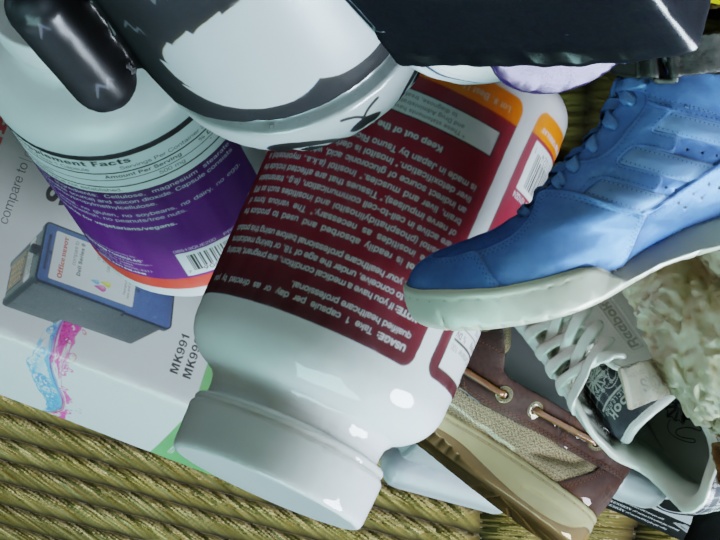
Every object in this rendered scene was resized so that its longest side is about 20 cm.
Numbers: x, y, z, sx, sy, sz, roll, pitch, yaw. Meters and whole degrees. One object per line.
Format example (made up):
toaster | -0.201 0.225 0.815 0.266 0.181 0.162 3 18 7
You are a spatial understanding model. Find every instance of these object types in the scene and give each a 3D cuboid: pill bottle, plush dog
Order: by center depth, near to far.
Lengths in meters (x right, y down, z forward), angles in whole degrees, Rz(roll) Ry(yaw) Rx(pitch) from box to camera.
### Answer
pill bottle | 0.000 0.000 1.196 0.113 0.200 0.113 23 169 5
plush dog | 0.213 0.006 1.206 0.200 0.161 0.172 32 128 -33
pill bottle | -0.096 -0.077 1.241 0.112 0.112 0.200 8 155 20

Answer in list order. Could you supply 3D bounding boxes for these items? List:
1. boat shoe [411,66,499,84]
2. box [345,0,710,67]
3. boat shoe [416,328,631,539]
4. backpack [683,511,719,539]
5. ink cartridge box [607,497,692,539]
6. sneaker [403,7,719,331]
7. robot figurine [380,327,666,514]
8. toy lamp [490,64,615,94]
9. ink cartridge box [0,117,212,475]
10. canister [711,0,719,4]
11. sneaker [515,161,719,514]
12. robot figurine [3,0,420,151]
boat shoe | 0.040 -0.107 1.034 0.067 0.074 0.200 24 -179 30
box | 0.044 -0.179 0.797 0.104 0.200 0.148 1 151 33
boat shoe | 0.043 0.045 1.326 0.200 0.072 0.072 39 171 -4
backpack | 0.260 0.117 1.383 0.177 0.151 0.200 1 158 28
ink cartridge box | 0.124 0.085 1.546 0.200 0.044 0.094 24 154 -16
sneaker | 0.101 -0.054 1.109 0.200 0.111 0.077 -18 -167 3
robot figurine | 0.069 0.050 1.415 0.200 0.113 0.170 19 119 -6
toy lamp | 0.035 -0.144 0.913 0.058 0.200 0.058 -14 142 -12
ink cartridge box | -0.122 -0.005 1.381 0.200 0.145 0.088 22 156 -10
canister | 0.168 -0.137 0.956 0.200 0.087 0.149 13 158 12
sneaker | 0.108 0.026 1.287 0.200 0.080 0.076 44 124 12
robot figurine | -0.044 -0.127 1.073 0.150 0.125 0.200 6 154 23
